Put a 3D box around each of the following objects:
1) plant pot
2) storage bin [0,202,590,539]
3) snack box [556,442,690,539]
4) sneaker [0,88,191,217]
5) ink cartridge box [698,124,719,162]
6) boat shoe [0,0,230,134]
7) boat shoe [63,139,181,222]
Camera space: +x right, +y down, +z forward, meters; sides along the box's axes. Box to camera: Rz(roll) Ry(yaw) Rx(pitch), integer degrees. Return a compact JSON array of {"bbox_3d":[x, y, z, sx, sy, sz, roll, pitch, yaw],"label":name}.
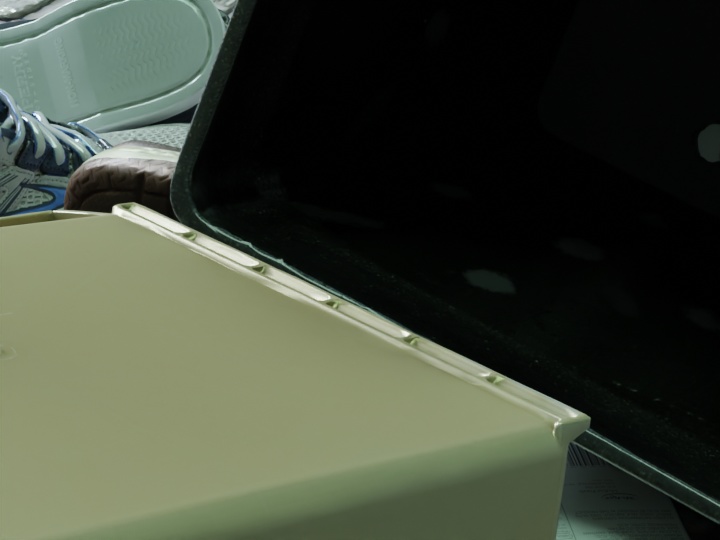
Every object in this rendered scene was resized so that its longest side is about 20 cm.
[{"bbox_3d":[0.096,-0.072,0.748,0.199,0.201,0.177,28,18,20],"label":"plant pot"},{"bbox_3d":[-0.087,0.059,0.570,0.199,0.094,0.198,-9,24,-43],"label":"storage bin"},{"bbox_3d":[-0.007,0.092,0.695,0.198,0.037,0.116,-3,25,-7],"label":"snack box"},{"bbox_3d":[-0.129,-0.031,0.896,0.199,0.086,0.077,-18,31,-34],"label":"sneaker"},{"bbox_3d":[0.100,-0.076,0.919,0.198,0.147,0.084,1,26,0],"label":"ink cartridge box"},{"bbox_3d":[-0.143,-0.063,0.993,0.198,0.076,0.060,-7,-13,7],"label":"boat shoe"},{"bbox_3d":[-0.001,0.005,0.842,0.201,0.075,0.075,25,33,19],"label":"boat shoe"}]
